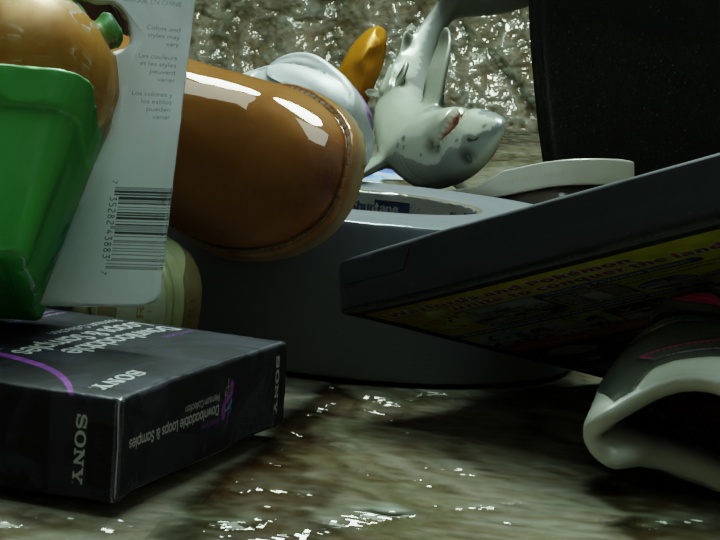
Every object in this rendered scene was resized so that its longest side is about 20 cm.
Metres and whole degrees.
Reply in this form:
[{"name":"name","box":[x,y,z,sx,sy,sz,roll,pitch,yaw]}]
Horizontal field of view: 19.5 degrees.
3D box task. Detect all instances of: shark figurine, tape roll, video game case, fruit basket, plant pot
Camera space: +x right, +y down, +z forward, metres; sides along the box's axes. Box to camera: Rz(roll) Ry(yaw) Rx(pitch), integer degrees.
[{"name":"shark figurine","box":[0.049,-0.083,1.144,0.089,0.128,0.215,39,29,-20]},{"name":"tape roll","box":[0.000,0.000,0.939,0.198,0.067,0.200,6,7,-1]},{"name":"video game case","box":[0.124,0.001,0.782,0.199,0.026,0.180,-15,-19,38]},{"name":"fruit basket","box":[-0.149,-0.084,0.720,0.183,0.202,0.094,4,-28,-1]},{"name":"plant pot","box":[0.202,-0.066,1.156,0.198,0.179,0.199,9,8,20]}]

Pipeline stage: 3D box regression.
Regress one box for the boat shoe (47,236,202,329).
[{"name":"boat shoe","box":[-0.148,-0.004,0.847,0.063,0.074,0.200,4,13,-46]}]

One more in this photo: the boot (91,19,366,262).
[{"name":"boot","box":[-0.105,-0.072,0.809,0.199,0.077,0.155,29,2,41]}]

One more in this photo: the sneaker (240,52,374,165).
[{"name":"sneaker","box":[-0.076,-0.059,1.070,0.199,0.075,0.099,-1,27,45]}]

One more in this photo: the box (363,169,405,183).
[{"name":"box","box":[-0.066,-0.052,1.367,0.198,0.048,0.122,5,8,-5]}]

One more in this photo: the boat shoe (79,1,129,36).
[{"name":"boat shoe","box":[-0.188,-0.072,1.039,0.072,0.200,0.068,52,10,8]}]

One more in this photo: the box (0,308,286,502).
[{"name":"box","box":[-0.139,0.034,0.692,0.198,0.036,0.143,9,8,17]}]

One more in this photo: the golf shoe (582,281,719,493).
[{"name":"golf shoe","box":[0.169,0.055,0.674,0.199,0.078,0.088,3,20,35]}]

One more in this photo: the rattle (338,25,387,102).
[{"name":"rattle","box":[-0.097,-0.075,1.191,0.198,0.144,0.130,14,25,22]}]

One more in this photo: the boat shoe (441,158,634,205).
[{"name":"boat shoe","box":[0.060,-0.013,1.065,0.071,0.060,0.199,0,-7,-43]}]
